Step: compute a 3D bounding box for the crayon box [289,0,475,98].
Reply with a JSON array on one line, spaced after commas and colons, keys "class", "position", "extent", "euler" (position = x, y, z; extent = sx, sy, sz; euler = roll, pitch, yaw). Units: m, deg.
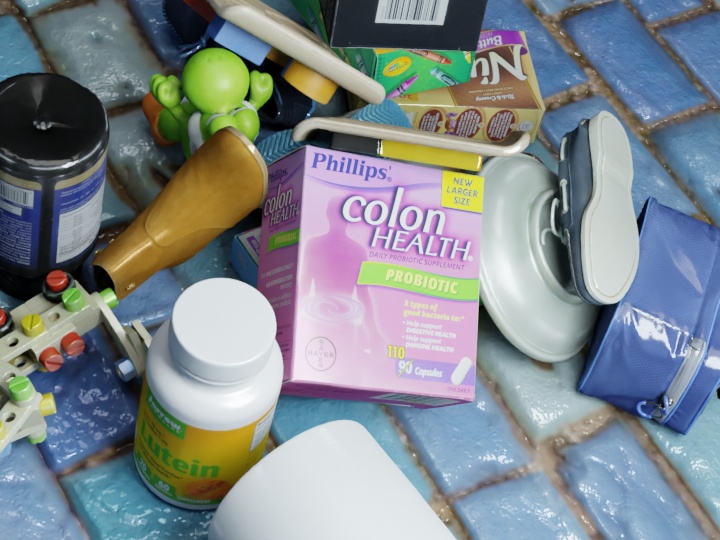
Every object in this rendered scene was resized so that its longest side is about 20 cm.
[{"class": "crayon box", "position": [0.018, -0.260, 1.643], "extent": [0.118, 0.059, 0.200], "euler": [-14, 48, -25]}]

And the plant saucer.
[{"class": "plant saucer", "position": [0.175, -0.018, 1.506], "extent": [0.199, 0.050, 0.202], "euler": [23, 59, -43]}]

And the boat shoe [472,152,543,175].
[{"class": "boat shoe", "position": [0.140, -0.079, 1.575], "extent": [0.072, 0.072, 0.200], "euler": [40, 36, 12]}]

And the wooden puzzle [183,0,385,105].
[{"class": "wooden puzzle", "position": [-0.089, -0.219, 1.527], "extent": [0.184, 0.047, 0.200], "euler": [27, 10, -33]}]

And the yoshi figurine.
[{"class": "yoshi figurine", "position": [-0.140, -0.159, 1.506], "extent": [0.112, 0.200, 0.113], "euler": [41, 81, -19]}]

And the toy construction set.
[{"class": "toy construction set", "position": [-0.255, 0.076, 1.372], "extent": [0.199, 0.093, 0.131], "euler": [-22, 47, -32]}]

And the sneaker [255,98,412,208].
[{"class": "sneaker", "position": [-0.041, -0.100, 1.555], "extent": [0.199, 0.081, 0.077], "euler": [-23, 84, -36]}]

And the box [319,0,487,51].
[{"class": "box", "position": [0.033, -0.314, 1.581], "extent": [0.147, 0.108, 0.201], "euler": [0, 44, -12]}]

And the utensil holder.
[{"class": "utensil holder", "position": [-0.003, 0.243, 1.264], "extent": [0.169, 0.171, 0.200], "euler": [-25, 60, -29]}]

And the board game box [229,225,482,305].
[{"class": "board game box", "position": [0.000, 0.000, 1.525], "extent": [0.199, 0.040, 0.153], "euler": [-22, 61, -27]}]

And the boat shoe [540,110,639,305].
[{"class": "boat shoe", "position": [0.204, -0.052, 1.463], "extent": [0.075, 0.062, 0.202], "euler": [27, 52, -37]}]

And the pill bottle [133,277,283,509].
[{"class": "pill bottle", "position": [-0.122, 0.098, 1.319], "extent": [0.110, 0.201, 0.112], "euler": [7, 52, -8]}]

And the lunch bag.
[{"class": "lunch bag", "position": [0.291, 0.050, 1.497], "extent": [0.131, 0.136, 0.201], "euler": [21, 55, 3]}]

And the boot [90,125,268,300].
[{"class": "boot", "position": [-0.162, -0.039, 1.414], "extent": [0.144, 0.201, 0.071], "euler": [-39, 86, -26]}]

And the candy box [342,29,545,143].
[{"class": "candy box", "position": [0.082, -0.193, 1.681], "extent": [0.198, 0.057, 0.117], "euler": [0, 51, -12]}]

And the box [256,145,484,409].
[{"class": "box", "position": [0.007, 0.010, 1.411], "extent": [0.174, 0.097, 0.202], "euler": [9, 78, -25]}]

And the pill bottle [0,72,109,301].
[{"class": "pill bottle", "position": [-0.277, -0.065, 1.404], "extent": [0.111, 0.201, 0.113], "euler": [7, 52, -9]}]

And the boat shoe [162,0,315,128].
[{"class": "boat shoe", "position": [-0.127, -0.221, 1.626], "extent": [0.199, 0.085, 0.069], "euler": [38, 24, 18]}]

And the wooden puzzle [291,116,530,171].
[{"class": "wooden puzzle", "position": [0.044, -0.111, 1.424], "extent": [0.198, 0.185, 0.038], "euler": [4, 95, 2]}]
